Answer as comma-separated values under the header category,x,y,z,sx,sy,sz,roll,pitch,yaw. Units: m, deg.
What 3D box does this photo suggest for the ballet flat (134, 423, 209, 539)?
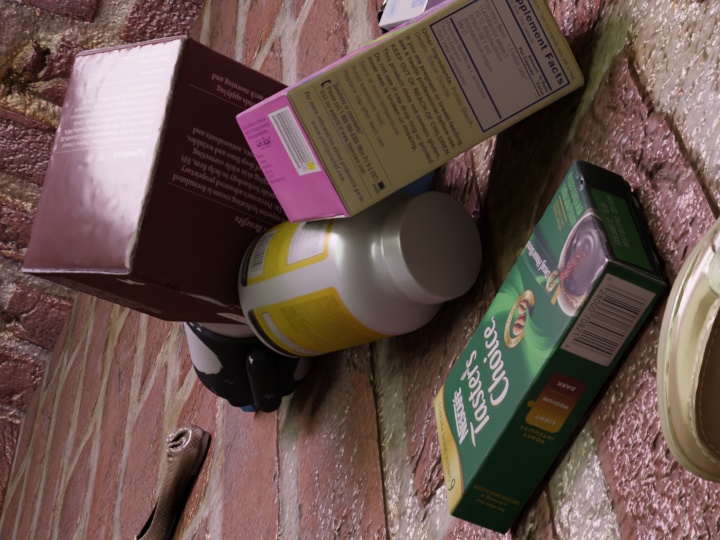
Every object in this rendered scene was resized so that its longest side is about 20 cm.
category,x,y,z,sx,sy,sz,roll,pitch,yaw
ballet flat,-0.233,0.268,1.931,0.067,0.046,0.201,-108,41,-68

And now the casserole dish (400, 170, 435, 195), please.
category,x,y,z,sx,sy,sz,roll,pitch,yaw
casserole dish,0.021,-0.036,1.438,0.121,0.039,0.201,156,131,-69

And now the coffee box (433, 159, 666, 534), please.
category,x,y,z,sx,sy,sz,roll,pitch,yaw
coffee box,0.109,0.048,0.999,0.123,0.044,0.201,-94,28,-57

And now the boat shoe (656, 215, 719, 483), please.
category,x,y,z,sx,sy,sz,roll,pitch,yaw
boat shoe,0.191,-0.002,0.727,0.201,0.072,0.065,-66,13,-8

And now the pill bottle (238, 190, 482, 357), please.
category,x,y,z,sx,sy,sz,roll,pitch,yaw
pill bottle,0.000,0.000,1.277,0.199,0.112,0.113,-17,53,51

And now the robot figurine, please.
category,x,y,z,sx,sy,sz,roll,pitch,yaw
robot figurine,-0.108,0.045,1.550,0.125,0.150,0.201,-48,-26,-29

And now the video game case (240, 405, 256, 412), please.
category,x,y,z,sx,sy,sz,roll,pitch,yaw
video game case,-0.118,0.028,1.726,0.143,0.018,0.201,61,-143,-56

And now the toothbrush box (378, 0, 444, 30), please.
category,x,y,z,sx,sy,sz,roll,pitch,yaw
toothbrush box,0.102,-0.288,1.385,0.146,0.086,0.201,-157,86,-75

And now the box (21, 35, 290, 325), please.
category,x,y,z,sx,sy,sz,roll,pitch,yaw
box,-0.156,-0.071,1.388,0.164,0.165,0.201,1,74,46

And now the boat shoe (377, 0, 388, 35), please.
category,x,y,z,sx,sy,sz,roll,pitch,yaw
boat shoe,0.052,-0.242,1.541,0.072,0.067,0.201,133,155,-59

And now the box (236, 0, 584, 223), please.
category,x,y,z,sx,sy,sz,roll,pitch,yaw
box,0.031,-0.125,1.199,0.199,0.097,0.176,-29,7,-13
